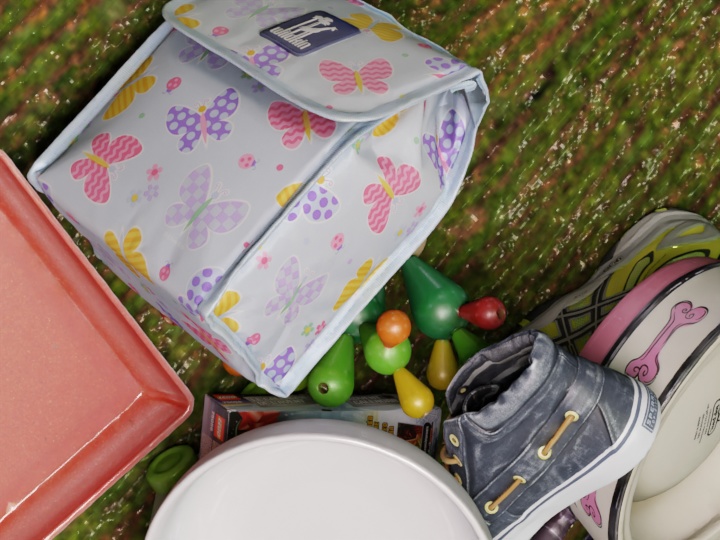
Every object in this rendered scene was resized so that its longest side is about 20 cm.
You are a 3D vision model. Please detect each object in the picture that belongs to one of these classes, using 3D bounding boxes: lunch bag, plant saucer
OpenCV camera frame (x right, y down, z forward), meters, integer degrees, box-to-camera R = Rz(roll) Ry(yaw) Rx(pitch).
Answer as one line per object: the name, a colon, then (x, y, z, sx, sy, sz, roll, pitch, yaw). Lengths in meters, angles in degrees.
lunch bag: (-0.051, -0.066, 1.365, 0.200, 0.169, 0.127, -47, 142, -9)
plant saucer: (-0.222, 0.065, 1.399, 0.199, 0.037, 0.200, -42, 115, -11)

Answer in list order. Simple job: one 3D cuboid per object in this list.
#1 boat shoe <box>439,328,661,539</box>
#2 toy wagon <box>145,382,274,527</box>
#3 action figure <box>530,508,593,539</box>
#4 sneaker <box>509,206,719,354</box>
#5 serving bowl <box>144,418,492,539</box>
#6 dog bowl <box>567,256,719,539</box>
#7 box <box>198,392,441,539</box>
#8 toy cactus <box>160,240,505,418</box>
boat shoe: (0.067, 0.102, 1.400, 0.091, 0.071, 0.200, 32, 129, -22)
toy wagon: (-0.068, 0.162, 1.496, 0.200, 0.040, 0.156, -37, 115, -13)
action figure: (0.103, 0.201, 1.563, 0.200, 0.069, 0.130, -46, 105, -17)
sneaker: (0.153, 0.044, 1.553, 0.200, 0.076, 0.075, -49, 119, -6)
serving bowl: (-0.018, 0.163, 1.388, 0.198, 0.066, 0.202, 3, 115, 6)
dog bowl: (0.188, 0.080, 1.480, 0.200, 0.074, 0.201, -32, 140, -32)
box: (-0.031, 0.171, 1.470, 0.136, 0.040, 0.202, 1, 102, -27)
toy cactus: (0.000, 0.000, 1.449, 0.103, 0.199, 0.166, 79, 29, -53)
